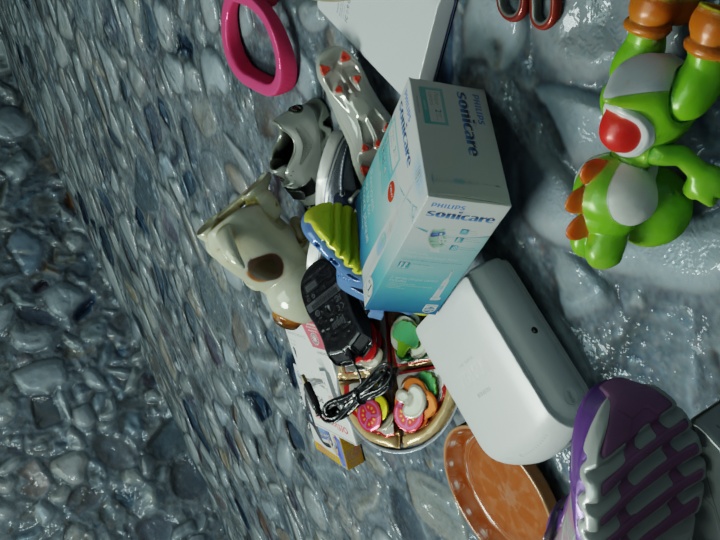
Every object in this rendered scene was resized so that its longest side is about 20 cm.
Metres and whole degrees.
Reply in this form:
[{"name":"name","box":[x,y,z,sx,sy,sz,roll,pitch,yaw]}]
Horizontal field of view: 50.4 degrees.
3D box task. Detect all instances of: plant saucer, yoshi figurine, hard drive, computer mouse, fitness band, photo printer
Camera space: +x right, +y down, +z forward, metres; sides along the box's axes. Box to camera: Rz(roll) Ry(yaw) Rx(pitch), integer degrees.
[{"name":"plant saucer","box":[0.177,0.278,0.943,0.200,0.032,0.201,42,144,41]},{"name":"yoshi figurine","box":[0.218,-0.095,0.558,0.111,0.113,0.201,17,119,6]},{"name":"hard drive","box":[0.021,-0.287,0.819,0.200,0.025,0.132,52,149,28]},{"name":"computer mouse","box":[-0.033,0.094,0.986,0.140,0.046,0.201,-43,62,27]},{"name":"fitness band","box":[-0.151,-0.328,1.092,0.200,0.037,0.144,38,140,47]},{"name":"photo printer","box":[0.153,0.109,0.821,0.201,0.069,0.167,61,152,15]}]

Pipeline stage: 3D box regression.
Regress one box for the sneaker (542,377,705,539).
[{"name":"sneaker","box":[0.140,0.147,0.434,0.088,0.080,0.201,33,139,61]}]

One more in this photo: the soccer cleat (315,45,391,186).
[{"name":"soccer cleat","box":[0.008,-0.169,0.901,0.078,0.069,0.201,-92,-23,-81]}]

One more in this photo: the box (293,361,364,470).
[{"name":"box","box":[-0.060,0.237,1.338,0.119,0.041,0.201,13,123,58]}]

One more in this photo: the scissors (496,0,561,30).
[{"name":"scissors","box":[0.131,-0.300,0.626,0.073,0.014,0.201,25,130,57]}]

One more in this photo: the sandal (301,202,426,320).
[{"name":"sandal","box":[0.000,0.000,0.903,0.087,0.080,0.200,-26,123,38]}]

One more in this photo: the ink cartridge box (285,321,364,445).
[{"name":"ink cartridge box","box":[-0.034,0.151,1.179,0.145,0.084,0.201,5,116,61]}]

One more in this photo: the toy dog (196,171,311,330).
[{"name":"toy dog","box":[-0.116,-0.016,1.086,0.200,0.139,0.194,48,-177,-17]}]

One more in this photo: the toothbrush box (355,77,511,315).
[{"name":"toothbrush box","box":[0.064,-0.068,0.775,0.200,0.085,0.147,119,152,-54]}]

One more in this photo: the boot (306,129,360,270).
[{"name":"boot","box":[-0.010,-0.078,1.002,0.090,0.073,0.201,14,112,15]}]

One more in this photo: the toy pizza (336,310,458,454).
[{"name":"toy pizza","box":[0.040,0.128,0.961,0.199,0.032,0.202,-8,78,38]}]

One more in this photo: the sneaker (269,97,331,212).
[{"name":"sneaker","box":[-0.087,-0.134,1.065,0.074,0.088,0.201,34,140,45]}]

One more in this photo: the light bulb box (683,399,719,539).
[{"name":"light bulb box","box":[0.299,0.146,0.439,0.199,0.199,0.125,52,151,29]}]
